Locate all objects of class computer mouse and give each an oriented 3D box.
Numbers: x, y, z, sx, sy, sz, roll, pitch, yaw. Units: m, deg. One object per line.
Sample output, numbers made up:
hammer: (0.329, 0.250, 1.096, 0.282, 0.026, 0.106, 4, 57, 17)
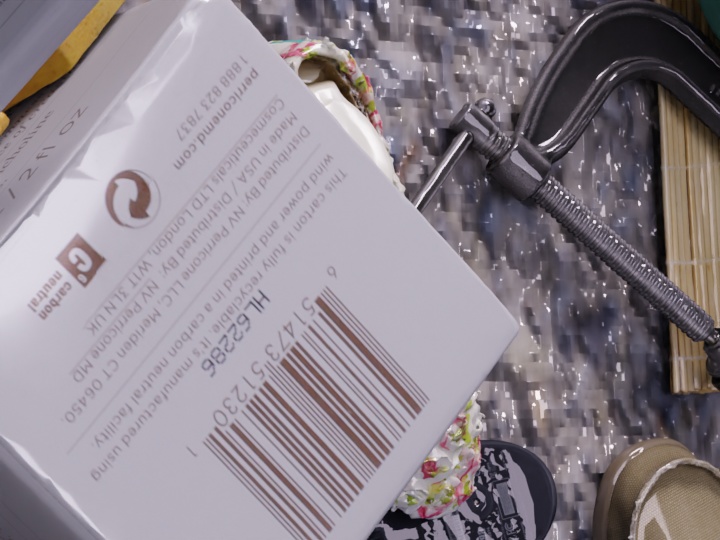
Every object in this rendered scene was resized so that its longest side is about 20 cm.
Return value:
computer mouse: (-0.011, 0.107, 1.130, 0.199, 0.034, 0.059, -9, 80, -25)

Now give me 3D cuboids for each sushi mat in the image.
sushi mat: (0.170, -0.045, 1.263, 0.095, 0.012, 0.201, 2, 83, -29)

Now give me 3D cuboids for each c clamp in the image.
c clamp: (0.122, -0.022, 1.217, 0.200, 0.027, 0.171, 35, 67, -14)

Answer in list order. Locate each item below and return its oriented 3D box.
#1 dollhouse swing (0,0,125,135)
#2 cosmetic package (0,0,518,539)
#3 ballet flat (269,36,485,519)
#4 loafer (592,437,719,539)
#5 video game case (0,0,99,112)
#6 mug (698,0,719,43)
dollhouse swing: (-0.169, -0.171, 0.996, 0.176, 0.181, 0.200, 50, 63, -28)
cosmetic package: (-0.091, 0.030, 0.988, 0.166, 0.200, 0.168, 47, 63, -19)
ballet flat: (0.000, 0.000, 1.108, 0.075, 0.064, 0.201, -22, 86, -32)
loafer: (0.161, 0.163, 1.200, 0.076, 0.067, 0.201, -26, 98, -31)
video game case: (-0.196, -0.089, 0.924, 0.182, 0.200, 0.023, 50, 19, 17)
mug: (0.209, -0.157, 1.221, 0.152, 0.114, 0.186, -31, 103, -26)
